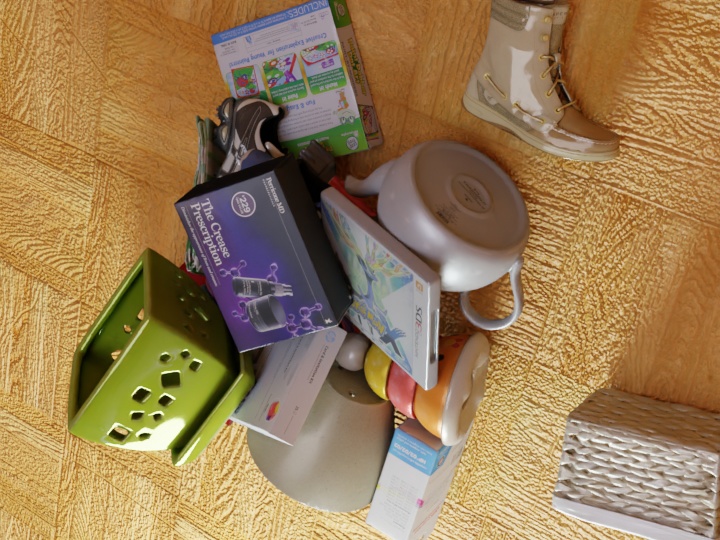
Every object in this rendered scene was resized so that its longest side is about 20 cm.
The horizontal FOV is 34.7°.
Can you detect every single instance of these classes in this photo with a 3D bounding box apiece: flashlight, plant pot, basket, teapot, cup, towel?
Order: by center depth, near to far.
[{"bbox_3d":[0.339,0.225,1.336,0.199,0.135,0.124,12,108,29],"label":"basket"},{"bbox_3d":[0.098,-0.045,1.372,0.146,0.196,0.201,-51,36,43],"label":"teapot"},{"bbox_3d":[-0.002,-0.083,1.465,0.200,0.068,0.068,44,150,0],"label":"flashlight"},{"bbox_3d":[-0.253,0.123,1.507,0.181,0.200,0.199,30,109,-24],"label":"plant pot"},{"bbox_3d":[-0.033,0.194,1.521,0.200,0.200,0.144,37,120,17],"label":"cup"},{"bbox_3d":[-0.203,-0.094,1.528,0.023,0.153,0.201,2,86,4],"label":"towel"}]

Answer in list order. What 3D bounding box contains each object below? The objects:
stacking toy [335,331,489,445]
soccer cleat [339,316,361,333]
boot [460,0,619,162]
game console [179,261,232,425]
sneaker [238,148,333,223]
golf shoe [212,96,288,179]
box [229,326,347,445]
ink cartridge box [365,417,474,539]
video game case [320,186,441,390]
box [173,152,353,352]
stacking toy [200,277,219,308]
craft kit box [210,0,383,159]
[{"bbox_3d":[0.054,0.126,1.457,0.199,0.146,0.147,15,114,17],"label":"stacking toy"},{"bbox_3d":[-0.068,0.017,1.527,0.068,0.073,0.200,-31,100,29],"label":"soccer cleat"},{"bbox_3d":[0.217,-0.221,1.296,0.199,0.073,0.156,30,123,27],"label":"boot"},{"bbox_3d":[-0.221,0.105,1.721,0.200,0.119,0.172,44,93,11],"label":"game console"},{"bbox_3d":[-0.081,-0.052,1.429,0.115,0.081,0.201,1,109,28],"label":"sneaker"},{"bbox_3d":[-0.140,-0.124,1.495,0.094,0.078,0.201,3,98,21],"label":"golf shoe"},{"bbox_3d":[-0.106,0.132,1.481,0.041,0.157,0.200,31,168,-23],"label":"box"},{"bbox_3d":[0.073,0.281,1.532,0.068,0.115,0.201,27,118,21],"label":"ink cartridge box"},{"bbox_3d":[0.022,0.022,1.364,0.200,0.022,0.183,41,148,35],"label":"video game case"},{"bbox_3d":[-0.113,-0.020,1.375,0.140,0.079,0.201,-17,106,19],"label":"box"},{"bbox_3d":[-0.233,0.082,1.633,0.200,0.085,0.085,-45,80,11],"label":"stacking toy"},{"bbox_3d":[-0.084,-0.237,1.502,0.199,0.048,0.199,-9,99,34],"label":"craft kit box"}]
